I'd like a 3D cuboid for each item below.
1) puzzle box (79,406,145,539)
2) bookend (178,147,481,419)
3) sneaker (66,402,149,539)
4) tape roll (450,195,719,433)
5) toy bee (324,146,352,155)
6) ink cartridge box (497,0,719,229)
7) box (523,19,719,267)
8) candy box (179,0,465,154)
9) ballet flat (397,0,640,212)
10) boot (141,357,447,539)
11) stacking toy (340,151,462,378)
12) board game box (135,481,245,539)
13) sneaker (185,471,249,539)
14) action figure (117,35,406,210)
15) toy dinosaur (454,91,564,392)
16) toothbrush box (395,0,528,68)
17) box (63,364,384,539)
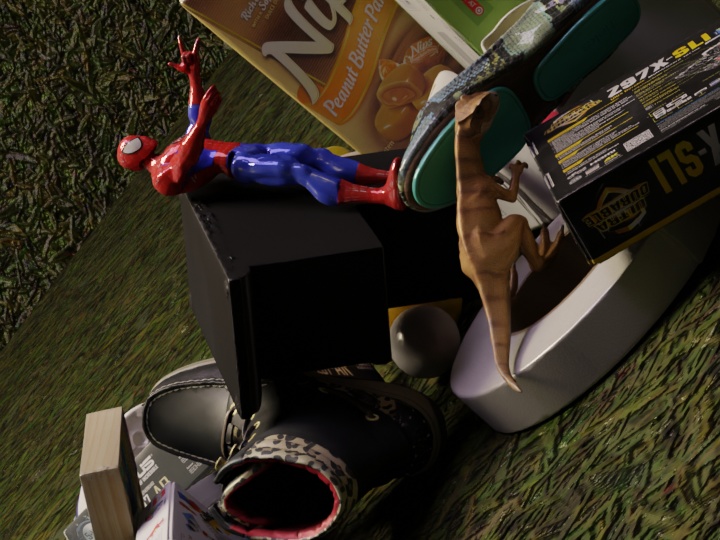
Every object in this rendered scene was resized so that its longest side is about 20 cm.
[{"bbox_3d":[-0.138,0.197,1.485,0.025,0.200,0.133,-13,14,-2],"label":"puzzle box"},{"bbox_3d":[0.000,0.000,1.505,0.200,0.092,0.199,-9,21,-11],"label":"bookend"},{"bbox_3d":[-0.196,0.206,1.809,0.146,0.080,0.200,-36,38,59],"label":"sneaker"},{"bbox_3d":[0.134,0.010,1.438,0.203,0.037,0.203,-46,11,12],"label":"tape roll"},{"bbox_3d":[0.043,-0.083,1.839,0.200,0.131,0.109,-38,41,51],"label":"toy bee"},{"bbox_3d":[0.144,-0.112,1.635,0.145,0.083,0.200,-54,15,-24],"label":"ink cartridge box"},{"bbox_3d":[0.197,-0.091,1.374,0.200,0.049,0.160,-31,14,6],"label":"box"},{"bbox_3d":[-0.012,-0.164,1.632,0.115,0.200,0.055,-50,13,5],"label":"candy box"},{"bbox_3d":[0.086,-0.114,1.485,0.200,0.074,0.074,-40,10,-14],"label":"ballet flat"},{"bbox_3d":[-0.066,0.107,1.455,0.203,0.074,0.154,5,15,22],"label":"boot"},{"bbox_3d":[0.023,0.018,1.674,0.146,0.146,0.200,-46,30,13],"label":"stacking toy"},{"bbox_3d":[-0.071,0.199,1.353,0.035,0.126,0.200,-47,11,8],"label":"board game box"},{"bbox_3d":[-0.063,0.169,1.581,0.074,0.082,0.200,-45,-11,27],"label":"sneaker"},{"bbox_3d":[-0.064,-0.092,1.499,0.200,0.099,0.065,1,19,21],"label":"action figure"},{"bbox_3d":[0.077,-0.004,1.416,0.060,0.106,0.200,-19,67,25],"label":"toy dinosaur"},{"bbox_3d":[0.110,-0.235,1.563,0.200,0.146,0.086,-49,14,-3],"label":"toothbrush box"},{"bbox_3d":[-0.090,0.131,1.656,0.200,0.044,0.160,-46,-21,16],"label":"box"}]
